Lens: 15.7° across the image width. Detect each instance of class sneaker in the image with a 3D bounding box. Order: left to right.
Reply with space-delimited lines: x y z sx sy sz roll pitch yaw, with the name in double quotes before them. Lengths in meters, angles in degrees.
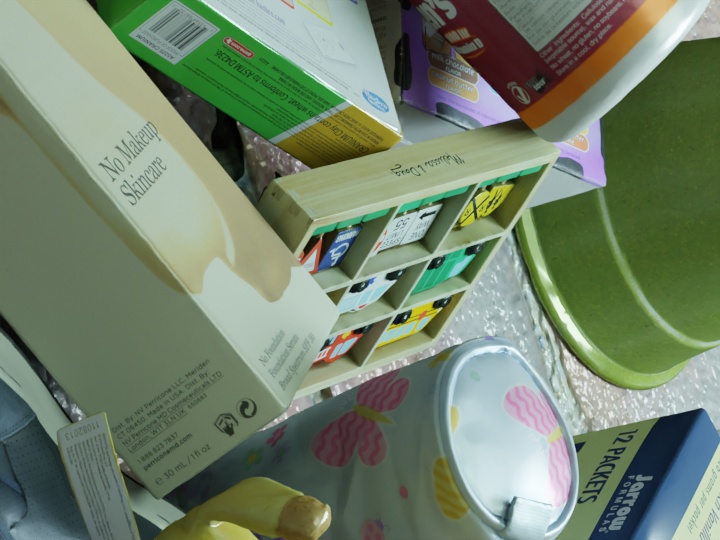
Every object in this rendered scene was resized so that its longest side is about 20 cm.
"sneaker" -0.126 0.128 0.969 0.202 0.077 0.147 47 35 -22

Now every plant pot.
"plant pot" 0.210 -0.053 1.391 0.200 0.189 0.201 22 61 -46

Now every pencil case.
"pencil case" -0.008 0.097 1.048 0.083 0.199 0.091 35 45 -33

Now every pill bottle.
"pill bottle" 0.056 -0.163 1.176 0.200 0.109 0.110 45 42 -6

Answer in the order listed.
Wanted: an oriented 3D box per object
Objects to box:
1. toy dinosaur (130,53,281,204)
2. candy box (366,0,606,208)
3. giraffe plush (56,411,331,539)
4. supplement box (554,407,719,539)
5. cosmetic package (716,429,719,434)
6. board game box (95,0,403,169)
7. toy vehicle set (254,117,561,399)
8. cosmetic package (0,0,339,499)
"toy dinosaur" -0.080 -0.051 1.133 0.200 0.047 0.089 31 61 -40
"candy box" 0.045 -0.148 1.305 0.167 0.071 0.201 20 63 -48
"giraffe plush" -0.048 0.160 0.920 0.162 0.171 0.201 30 55 -66
"supplement box" 0.086 0.193 1.133 0.201 0.199 0.134 60 39 -20
"cosmetic package" 0.219 0.122 1.332 0.150 0.199 0.052 24 59 -47
"board game box" -0.060 -0.152 1.140 0.153 0.040 0.201 32 34 -43
"toy vehicle set" 0.000 0.000 1.158 0.027 0.125 0.200 43 32 20
"cosmetic package" -0.103 -0.023 1.010 0.200 0.071 0.105 51 22 -10
